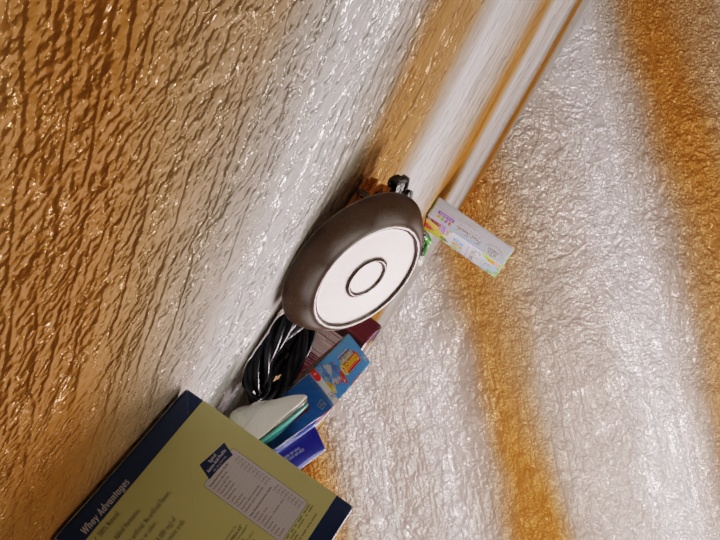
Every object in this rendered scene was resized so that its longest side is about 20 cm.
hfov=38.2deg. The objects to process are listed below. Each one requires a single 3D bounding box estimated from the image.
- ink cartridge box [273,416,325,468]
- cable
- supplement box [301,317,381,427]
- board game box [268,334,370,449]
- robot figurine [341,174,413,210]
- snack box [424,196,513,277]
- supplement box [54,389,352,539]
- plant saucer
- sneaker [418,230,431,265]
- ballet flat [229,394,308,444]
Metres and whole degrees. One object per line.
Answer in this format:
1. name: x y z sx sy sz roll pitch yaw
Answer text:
1. ink cartridge box: -0.109 0.255 1.325 0.099 0.039 0.200 -31 169 -32
2. cable: -0.083 0.086 1.308 0.200 0.051 0.164 -50 170 -46
3. supplement box: -0.059 0.159 1.689 0.201 0.085 0.110 -59 173 17
4. board game box: -0.096 0.193 1.459 0.200 0.056 0.196 -41 179 20
5. robot figurine: 0.009 -0.045 1.287 0.146 0.058 0.200 -55 167 -15
6. snack box: 0.236 -0.071 2.299 0.053 0.199 0.142 -54 174 -7
7. supplement box: -0.152 0.263 0.973 0.200 0.199 0.135 -51 172 -43
8. plant saucer: 0.000 0.000 1.199 0.199 0.032 0.201 -29 147 -21
9. sneaker: 0.067 -0.039 1.686 0.078 0.085 0.200 -60 172 29
10. ballet flat: -0.150 0.208 1.259 0.200 0.069 0.069 -46 175 7
